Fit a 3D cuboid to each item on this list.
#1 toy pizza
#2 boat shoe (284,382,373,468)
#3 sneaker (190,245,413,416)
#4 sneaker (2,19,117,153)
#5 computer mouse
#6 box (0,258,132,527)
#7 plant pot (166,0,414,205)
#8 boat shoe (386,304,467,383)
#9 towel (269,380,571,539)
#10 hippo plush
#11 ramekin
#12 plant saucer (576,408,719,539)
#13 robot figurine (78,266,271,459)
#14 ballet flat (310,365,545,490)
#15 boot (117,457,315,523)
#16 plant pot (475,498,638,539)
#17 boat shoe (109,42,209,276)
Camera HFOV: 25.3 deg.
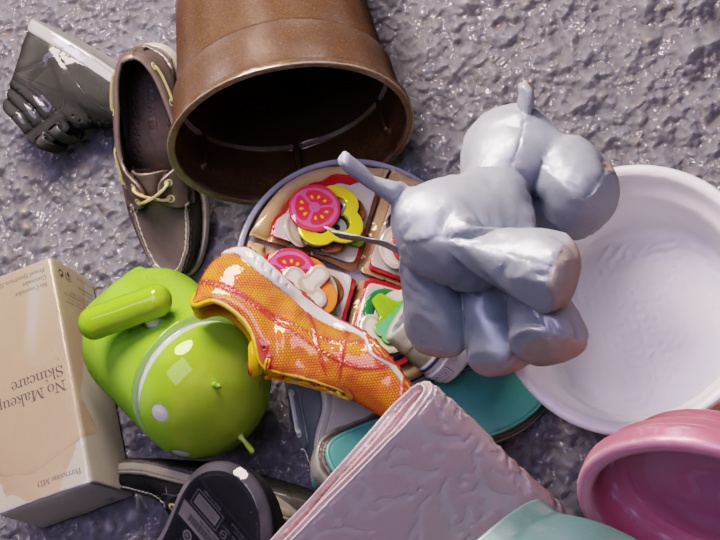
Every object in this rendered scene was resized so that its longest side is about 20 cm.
[{"bbox_3d":[0.000,0.000,1.270,0.198,0.032,0.202,3,69,-9],"label":"toy pizza"},{"bbox_3d":[-0.022,0.115,1.285,0.062,0.072,0.202,-32,66,55],"label":"boat shoe"},{"bbox_3d":[-0.039,0.064,1.198,0.199,0.073,0.077,33,75,13],"label":"sneaker"},{"bbox_3d":[-0.234,-0.136,1.427,0.199,0.071,0.100,31,99,19],"label":"sneaker"},{"bbox_3d":[-0.115,0.214,1.198,0.139,0.053,0.200,50,122,20],"label":"computer mouse"},{"bbox_3d":[-0.264,0.104,1.352,0.094,0.078,0.202,-21,68,12],"label":"box"},{"bbox_3d":[-0.072,-0.189,1.321,0.199,0.200,0.200,-19,61,13],"label":"plant pot"},{"bbox_3d":[0.085,-0.010,1.240,0.062,0.072,0.201,35,62,-16],"label":"boat shoe"},{"bbox_3d":[0.041,0.200,1.162,0.191,0.200,0.032,-45,33,3],"label":"towel"},{"bbox_3d":[0.095,-0.033,1.149,0.199,0.160,0.161,28,53,11],"label":"hippo plush"},{"bbox_3d":[0.208,0.032,1.196,0.198,0.098,0.203,-6,72,17],"label":"ramekin"},{"bbox_3d":[0.249,0.160,1.099,0.199,0.201,0.051,12,54,22],"label":"plant saucer"},{"bbox_3d":[-0.147,0.072,1.282,0.115,0.176,0.200,-38,41,-14],"label":"robot figurine"},{"bbox_3d":[0.050,0.124,1.237,0.198,0.064,0.068,-19,69,-19],"label":"ballet flat"},{"bbox_3d":[-0.123,0.232,1.265,0.202,0.073,0.155,7,89,36],"label":"boot"},{"bbox_3d":[0.124,0.244,1.098,0.200,0.200,0.134,-43,71,3],"label":"plant pot"},{"bbox_3d":[-0.172,-0.088,1.348,0.071,0.060,0.202,-2,102,13],"label":"boat shoe"}]
